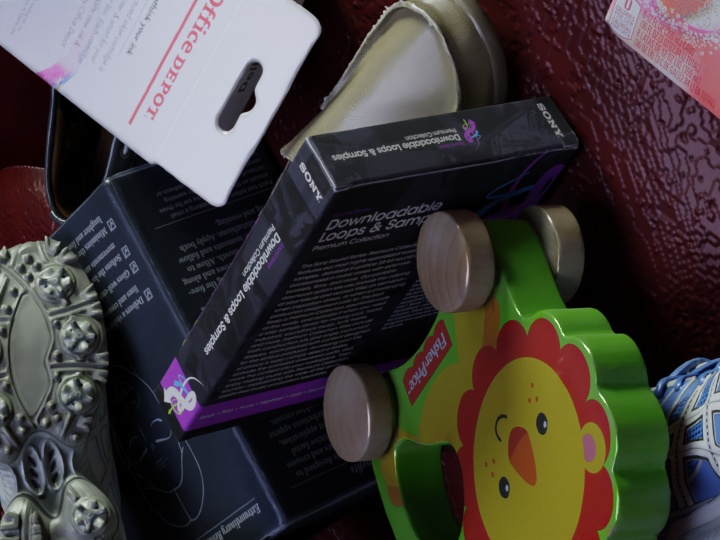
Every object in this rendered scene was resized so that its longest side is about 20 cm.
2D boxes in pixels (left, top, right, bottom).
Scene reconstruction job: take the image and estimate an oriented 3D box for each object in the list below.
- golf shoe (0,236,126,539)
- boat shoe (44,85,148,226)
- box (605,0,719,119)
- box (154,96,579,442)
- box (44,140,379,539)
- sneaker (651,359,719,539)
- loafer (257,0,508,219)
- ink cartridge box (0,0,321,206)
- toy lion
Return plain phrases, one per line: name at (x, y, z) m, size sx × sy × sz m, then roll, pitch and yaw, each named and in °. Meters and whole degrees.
golf shoe at (-0.161, 0.087, 1.284) m, size 0.097 × 0.078 × 0.201 m, roll 99°, pitch 165°, yaw -80°
boat shoe at (-0.135, -0.116, 1.335) m, size 0.072 × 0.067 × 0.201 m, roll 29°, pitch 123°, yaw 40°
box at (0.203, -0.085, 0.937) m, size 0.200 × 0.102 × 0.095 m, roll 44°, pitch 135°, yaw 28°
box at (0.000, 0.000, 1.173) m, size 0.036 × 0.143 × 0.200 m, roll 60°, pitch 140°, yaw 23°
box at (-0.082, 0.055, 1.320) m, size 0.148 × 0.107 × 0.201 m, roll -38°, pitch 77°, yaw 49°
sneaker at (0.157, 0.066, 1.065) m, size 0.077 × 0.076 × 0.200 m, roll 44°, pitch 135°, yaw 22°
loafer at (0.007, -0.055, 1.199) m, size 0.076 × 0.067 × 0.200 m, roll 49°, pitch 137°, yaw 22°
ink cartridge box at (-0.103, -0.133, 1.249) m, size 0.200 × 0.067 × 0.117 m, roll 39°, pitch 111°, yaw 18°
toy lion at (0.067, 0.082, 1.120) m, size 0.200 × 0.068 × 0.192 m, roll -58°, pitch 43°, yaw 47°
